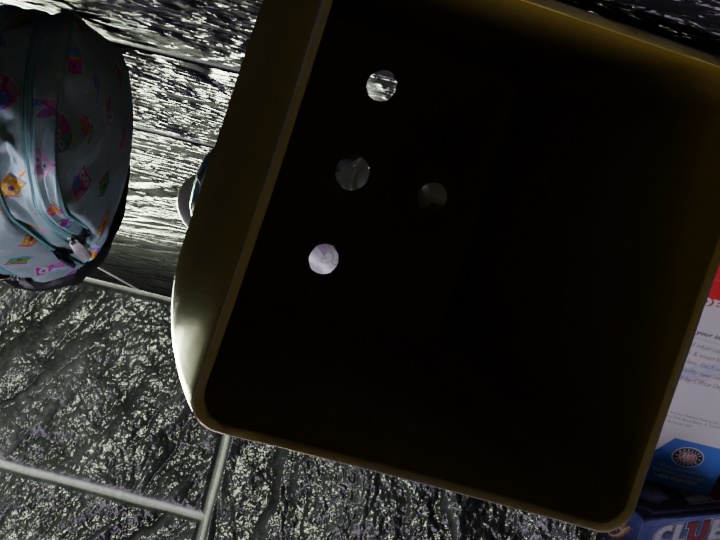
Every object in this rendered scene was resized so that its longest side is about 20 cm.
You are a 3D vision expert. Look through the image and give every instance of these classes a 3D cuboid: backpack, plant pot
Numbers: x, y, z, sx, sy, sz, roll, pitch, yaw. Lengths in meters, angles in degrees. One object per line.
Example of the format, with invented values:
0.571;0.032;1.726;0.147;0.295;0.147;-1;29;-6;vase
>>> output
-0.193;-0.078;1.399;0.126;0.167;0.200;-6;168;9;backpack
0.025;-0.027;1.088;0.200;0.200;0.176;16;-174;-21;plant pot

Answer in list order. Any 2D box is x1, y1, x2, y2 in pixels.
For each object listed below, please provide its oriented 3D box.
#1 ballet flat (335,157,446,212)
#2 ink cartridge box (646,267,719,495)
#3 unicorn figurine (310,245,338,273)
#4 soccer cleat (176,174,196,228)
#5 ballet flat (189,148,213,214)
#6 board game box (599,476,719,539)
0.058;-0.048;1.500;0.200;0.072;0.072;10;174;28;ballet flat
0.189;0.030;1.513;0.116;0.200;0.067;15;-144;-11;ink cartridge box
0.000;0.000;1.707;0.200;0.074;0.137;31;-174;-24;unicorn figurine
-0.041;-0.029;1.914;0.199;0.069;0.078;12;178;-6;soccer cleat
-0.031;-0.030;1.805;0.200;0.074;0.074;21;173;-21;ballet flat
0.218;0.128;1.621;0.200;0.035;0.135;-1;-150;-32;board game box
